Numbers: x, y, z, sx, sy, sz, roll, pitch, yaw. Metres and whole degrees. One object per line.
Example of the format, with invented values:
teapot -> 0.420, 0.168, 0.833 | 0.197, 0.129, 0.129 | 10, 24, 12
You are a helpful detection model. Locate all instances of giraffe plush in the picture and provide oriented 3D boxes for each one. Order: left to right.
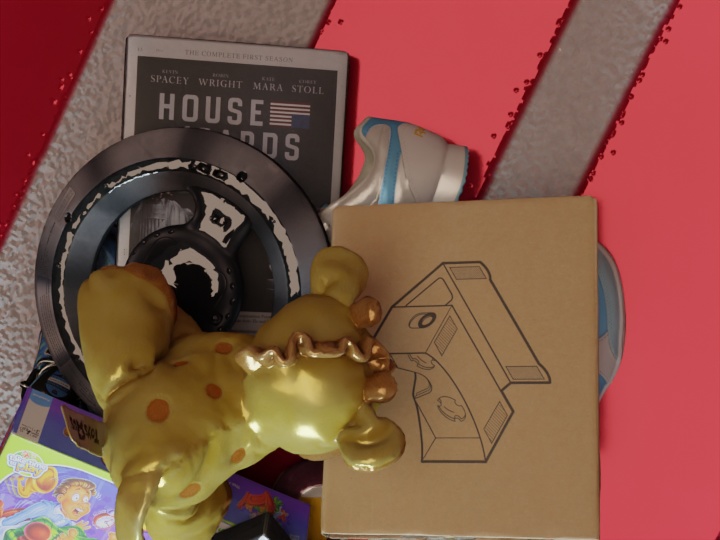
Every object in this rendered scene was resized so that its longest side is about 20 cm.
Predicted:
giraffe plush -> -0.059, 0.064, 0.755 | 0.160, 0.200, 0.175 | -16, 90, 2

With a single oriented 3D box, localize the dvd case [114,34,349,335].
dvd case -> -0.086, -0.050, 0.920 | 0.148, 0.025, 0.203 | 3, 94, -10

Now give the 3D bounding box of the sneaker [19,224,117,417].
sneaker -> -0.186, 0.065, 0.934 | 0.077, 0.090, 0.203 | 4, 93, 12

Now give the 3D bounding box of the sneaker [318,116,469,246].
sneaker -> 0.000, 0.000, 0.900 | 0.080, 0.077, 0.202 | 22, 87, -5

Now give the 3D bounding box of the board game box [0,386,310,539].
board game box -> -0.151, 0.173, 0.895 | 0.198, 0.045, 0.135 | 24, 122, -13

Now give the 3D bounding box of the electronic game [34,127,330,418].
electronic game -> -0.112, 0.011, 0.873 | 0.197, 0.042, 0.203 | 1, 96, 10

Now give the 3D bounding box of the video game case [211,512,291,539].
video game case -> -0.094, 0.261, 0.903 | 0.198, 0.026, 0.181 | -26, 116, 19

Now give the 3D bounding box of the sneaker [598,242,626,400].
sneaker -> 0.116, 0.078, 0.857 | 0.079, 0.130, 0.203 | 14, 94, 11

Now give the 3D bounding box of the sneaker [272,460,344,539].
sneaker -> 0.026, 0.187, 0.898 | 0.198, 0.090, 0.076 | 26, 97, 8

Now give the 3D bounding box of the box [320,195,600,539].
box -> 0.058, 0.057, 0.810 | 0.161, 0.021, 0.203 | -1, 73, 12

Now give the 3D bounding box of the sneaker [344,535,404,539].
sneaker -> 0.071, 0.211, 0.812 | 0.199, 0.070, 0.094 | 37, 101, 5
